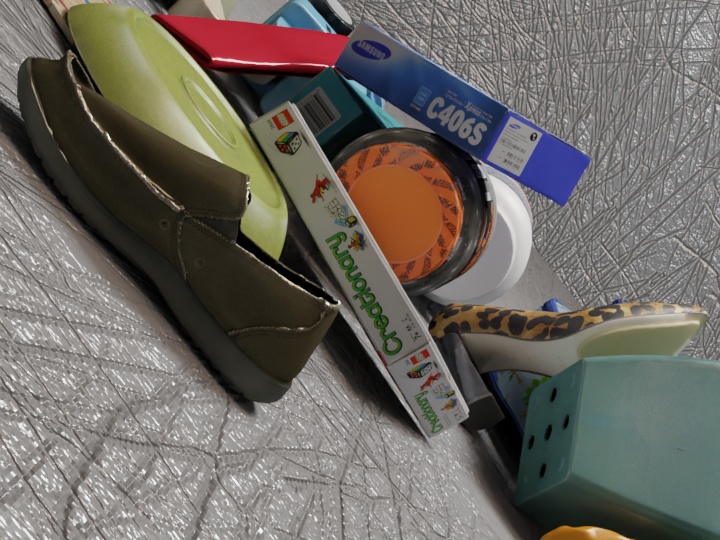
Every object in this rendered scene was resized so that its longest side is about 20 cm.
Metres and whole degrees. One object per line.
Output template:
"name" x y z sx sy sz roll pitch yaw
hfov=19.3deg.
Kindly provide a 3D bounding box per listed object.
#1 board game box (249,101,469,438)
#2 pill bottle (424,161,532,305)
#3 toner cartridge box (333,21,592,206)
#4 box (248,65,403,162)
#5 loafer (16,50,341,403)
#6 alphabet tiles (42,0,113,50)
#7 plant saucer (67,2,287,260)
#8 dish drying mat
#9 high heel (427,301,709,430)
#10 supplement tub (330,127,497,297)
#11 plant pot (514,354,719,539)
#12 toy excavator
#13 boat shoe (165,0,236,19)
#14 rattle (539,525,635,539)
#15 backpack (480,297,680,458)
"board game box" 0.000 0.000 1.355 0.200 0.035 0.126 60 0 29
"pill bottle" 0.090 -0.031 1.832 0.120 0.120 0.200 51 7 -2
"toner cartridge box" 0.072 -0.116 1.544 0.095 0.043 0.200 27 7 -40
"box" -0.013 -0.096 1.681 0.049 0.082 0.200 55 9 18
"loafer" -0.084 -0.031 1.003 0.200 0.070 0.075 50 8 -11
"alphabet tiles" -0.170 -0.159 1.340 0.200 0.006 0.166 55 9 27
"plant saucer" -0.102 -0.088 1.278 0.200 0.031 0.200 52 8 -11
"dish drying mat" -0.065 -0.168 1.613 0.200 0.018 0.077 -3 34 -48
"high heel" 0.149 0.038 1.583 0.143 0.200 0.071 -111 -178 -57
"supplement tub" 0.034 -0.043 1.552 0.123 0.122 0.200 52 8 3
"plant pot" 0.219 0.139 1.479 0.200 0.141 0.141 17 -24 -15
"toy excavator" -0.064 -0.168 1.728 0.194 0.100 0.200 48 17 -11
"boat shoe" -0.142 -0.248 1.699 0.068 0.072 0.200 28 -5 17
"rattle" 0.202 0.261 1.335 0.143 0.130 0.200 32 45 -38
"backpack" 0.195 0.113 1.675 0.183 0.147 0.200 49 5 -33
